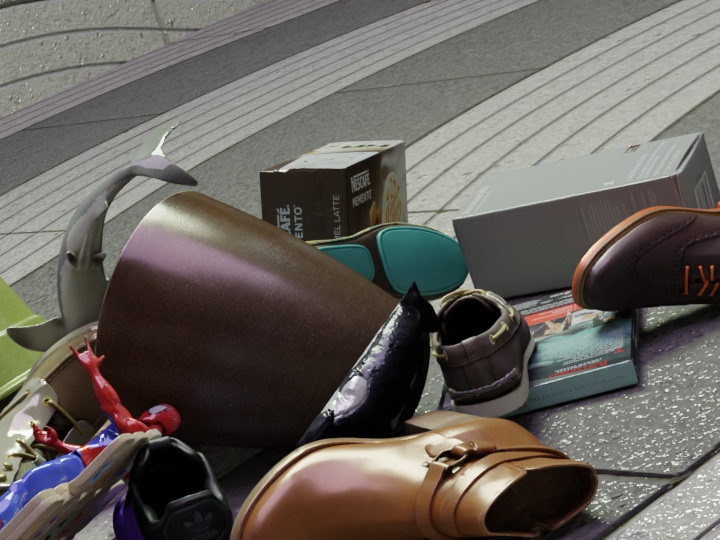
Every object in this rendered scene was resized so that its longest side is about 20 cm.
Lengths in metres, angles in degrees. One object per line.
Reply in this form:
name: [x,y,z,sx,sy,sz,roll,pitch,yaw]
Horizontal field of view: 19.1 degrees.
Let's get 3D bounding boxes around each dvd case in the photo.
dvd case: [0.135,0.058,1.582,0.146,0.022,0.200,-16,14,11]

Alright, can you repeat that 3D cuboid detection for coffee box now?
coffee box: [-0.020,-0.048,1.896,0.080,0.114,0.200,-1,9,16]

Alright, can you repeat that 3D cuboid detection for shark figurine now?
shark figurine: [-0.201,-0.012,1.639,0.128,0.215,0.090,6,17,-11]

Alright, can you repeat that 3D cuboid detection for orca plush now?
orca plush: [0.008,0.109,1.415,0.200,0.071,0.105,-54,-5,-32]

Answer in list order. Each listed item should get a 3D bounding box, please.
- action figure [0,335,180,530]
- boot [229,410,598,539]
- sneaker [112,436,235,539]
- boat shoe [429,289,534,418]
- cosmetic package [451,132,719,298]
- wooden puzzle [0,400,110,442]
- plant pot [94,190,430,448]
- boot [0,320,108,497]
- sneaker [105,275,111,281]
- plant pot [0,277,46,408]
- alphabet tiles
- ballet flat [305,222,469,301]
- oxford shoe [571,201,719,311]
action figure: [-0.220,0.123,1.467,0.200,0.099,0.065,-25,-25,-29]
boot: [0.032,0.143,1.300,0.200,0.074,0.155,-28,21,-25]
sneaker: [-0.121,0.151,1.392,0.070,0.100,0.200,-20,15,-17]
boat shoe: [0.083,0.046,1.529,0.072,0.060,0.200,-17,16,8]
cosmetic package: [0.189,-0.043,1.764,0.200,0.090,0.107,-9,21,24]
wooden puzzle: [-0.169,0.108,1.735,0.185,0.046,0.200,-30,23,-36]
plant pot: [-0.058,0.056,1.551,0.200,0.187,0.187,15,29,23]
boot: [-0.234,0.134,1.560,0.200,0.072,0.155,-46,16,5]
sneaker: [-0.189,0.031,1.771,0.073,0.082,0.200,-11,18,13]
plant pot: [-0.366,0.046,1.784,0.200,0.190,0.200,-35,-1,-1]
alphabet tiles: [-0.208,0.171,1.362,0.196,0.015,0.200,-46,-6,3]
ballet flat: [0.000,0.000,1.739,0.200,0.071,0.071,-6,3,-42]
oxford shoe: [0.248,-0.007,1.565,0.200,0.071,0.073,-17,32,-24]
